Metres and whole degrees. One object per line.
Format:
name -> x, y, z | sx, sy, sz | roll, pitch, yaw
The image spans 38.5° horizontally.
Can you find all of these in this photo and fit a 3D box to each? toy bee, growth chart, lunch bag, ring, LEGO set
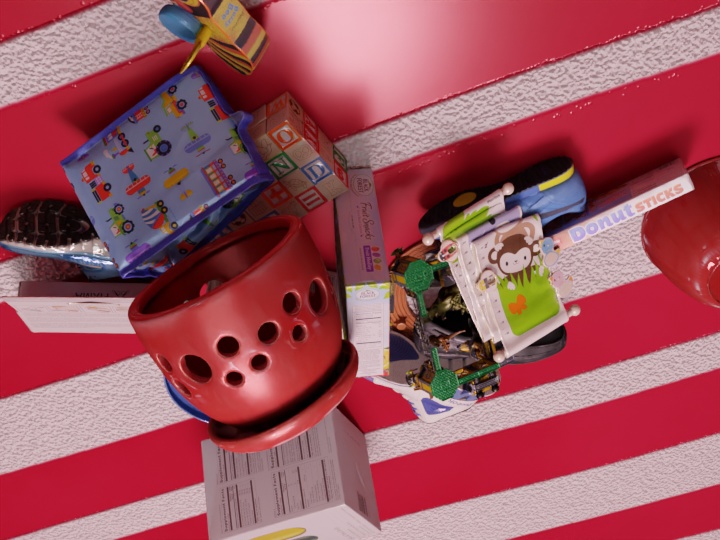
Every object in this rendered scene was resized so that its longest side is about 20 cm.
toy bee -> -0.152, -0.252, 0.986 | 0.199, 0.108, 0.132 | 11, 94, -41
growth chart -> 0.167, 0.002, 1.172 | 0.144, 0.018, 0.201 | -37, 112, -14
lunch bag -> -0.195, -0.109, 1.096 | 0.199, 0.151, 0.094 | -37, 166, 18
ring -> 0.123, 0.033, 1.331 | 0.198, 0.019, 0.202 | -2, 132, -2
LEGO set -> 0.096, 0.048, 1.223 | 0.153, 0.116, 0.202 | -27, 107, -18

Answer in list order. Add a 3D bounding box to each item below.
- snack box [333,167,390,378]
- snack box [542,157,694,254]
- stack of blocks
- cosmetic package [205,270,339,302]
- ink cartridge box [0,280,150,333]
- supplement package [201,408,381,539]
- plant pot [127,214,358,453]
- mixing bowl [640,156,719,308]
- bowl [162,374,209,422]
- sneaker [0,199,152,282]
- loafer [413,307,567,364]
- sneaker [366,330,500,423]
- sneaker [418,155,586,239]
snack box -> 0.000, 0.000, 1.170 | 0.052, 0.201, 0.143 | -3, 132, -4
snack box -> 0.290, -0.071, 1.214 | 0.199, 0.072, 0.024 | -26, 105, 18
stack of blocks -> -0.126, -0.098, 1.171 | 0.199, 0.059, 0.115 | -30, 127, 21
cosmetic package -> -0.090, 0.048, 1.274 | 0.198, 0.104, 0.073 | 13, 131, -13
ink cartridge box -> -0.309, 0.036, 1.232 | 0.198, 0.045, 0.176 | 1, 163, -6
supplement package -> -0.097, 0.302, 1.441 | 0.198, 0.152, 0.152 | -18, 148, 12
plant pot -> -0.106, 0.067, 1.050 | 0.199, 0.201, 0.183 | -25, 109, 17
mixing bowl -> 0.450, -0.028, 1.242 | 0.198, 0.109, 0.201 | -2, 131, -3
bowl -> -0.164, 0.131, 1.383 | 0.198, 0.040, 0.202 | -2, 131, -3
sneaker -> -0.328, -0.020, 1.215 | 0.198, 0.079, 0.090 | 9, 134, -11
loafer -> 0.166, 0.077, 1.315 | 0.198, 0.069, 0.071 | 1, 139, -1
sneaker -> 0.077, 0.155, 1.386 | 0.197, 0.081, 0.116 | 14, 141, -8
sneaker -> 0.168, -0.064, 1.212 | 0.198, 0.066, 0.079 | -20, 119, 10
